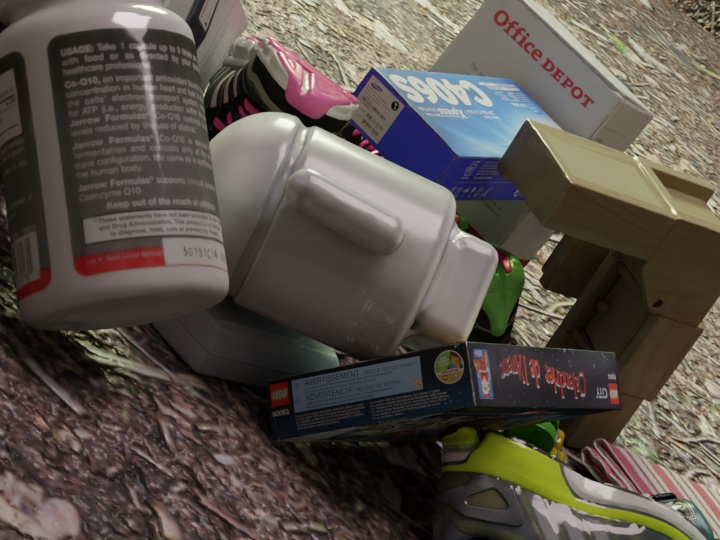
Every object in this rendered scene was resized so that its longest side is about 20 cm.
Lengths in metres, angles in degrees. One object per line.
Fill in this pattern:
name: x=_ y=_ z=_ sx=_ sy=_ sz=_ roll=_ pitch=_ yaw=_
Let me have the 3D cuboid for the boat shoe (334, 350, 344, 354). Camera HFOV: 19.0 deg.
boat shoe: x=0.000 y=0.000 z=1.471 sx=0.074 sy=0.061 sz=0.200 roll=36 pitch=17 yaw=5

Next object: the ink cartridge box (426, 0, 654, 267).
ink cartridge box: x=0.109 y=-0.099 z=1.690 sx=0.148 sy=0.200 sz=0.085 roll=47 pitch=13 yaw=23

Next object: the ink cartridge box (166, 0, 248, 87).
ink cartridge box: x=-0.165 y=-0.195 z=1.400 sx=0.144 sy=0.084 sz=0.200 roll=27 pitch=-11 yaw=11

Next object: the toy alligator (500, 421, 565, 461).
toy alligator: x=0.113 y=0.097 z=1.465 sx=0.059 sy=0.054 sz=0.200 roll=29 pitch=17 yaw=-5

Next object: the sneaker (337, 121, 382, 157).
sneaker: x=0.012 y=-0.083 z=1.569 sx=0.073 sy=0.088 sz=0.200 roll=2 pitch=10 yaw=-11

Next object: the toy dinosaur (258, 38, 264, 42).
toy dinosaur: x=-0.054 y=-0.088 z=1.555 sx=0.136 sy=0.086 sz=0.200 roll=49 pitch=5 yaw=4

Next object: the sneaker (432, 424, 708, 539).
sneaker: x=0.127 y=0.166 z=1.288 sx=0.199 sy=0.081 sz=0.074 roll=24 pitch=-15 yaw=-10

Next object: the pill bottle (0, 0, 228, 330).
pill bottle: x=-0.138 y=-0.076 z=1.153 sx=0.114 sy=0.113 sz=0.202 roll=7 pitch=72 yaw=-59

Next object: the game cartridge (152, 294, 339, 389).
game cartridge: x=-0.105 y=-0.007 z=1.326 sx=0.133 sy=0.041 sz=0.200 roll=13 pitch=32 yaw=-48

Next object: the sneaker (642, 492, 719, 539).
sneaker: x=0.174 y=0.169 z=1.377 sx=0.199 sy=0.080 sz=0.072 roll=25 pitch=22 yaw=-30

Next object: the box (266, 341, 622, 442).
box: x=0.054 y=0.075 z=1.290 sx=0.200 sy=0.136 sz=0.038 roll=7 pitch=72 yaw=-59

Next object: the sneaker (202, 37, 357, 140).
sneaker: x=-0.064 y=-0.096 z=1.374 sx=0.074 sy=0.088 sz=0.200 roll=35 pitch=-2 yaw=-18

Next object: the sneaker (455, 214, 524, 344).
sneaker: x=0.059 y=0.010 z=1.568 sx=0.076 sy=0.084 sz=0.200 roll=-3 pitch=17 yaw=-15

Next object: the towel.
towel: x=0.252 y=0.201 z=1.556 sx=0.199 sy=0.030 sz=0.147 roll=27 pitch=22 yaw=-41

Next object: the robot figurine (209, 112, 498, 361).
robot figurine: x=-0.022 y=-0.020 z=1.255 sx=0.199 sy=0.114 sz=0.170 roll=25 pitch=-18 yaw=-4

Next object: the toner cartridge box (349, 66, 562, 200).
toner cartridge box: x=0.079 y=-0.097 z=1.544 sx=0.095 sy=0.043 sz=0.199 roll=48 pitch=25 yaw=21

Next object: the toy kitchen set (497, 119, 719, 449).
toy kitchen set: x=0.137 y=-0.008 z=1.559 sx=0.179 sy=0.201 sz=0.164 roll=16 pitch=28 yaw=-32

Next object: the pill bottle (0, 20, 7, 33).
pill bottle: x=-0.224 y=-0.126 z=1.241 sx=0.199 sy=0.114 sz=0.114 roll=14 pitch=31 yaw=-52
